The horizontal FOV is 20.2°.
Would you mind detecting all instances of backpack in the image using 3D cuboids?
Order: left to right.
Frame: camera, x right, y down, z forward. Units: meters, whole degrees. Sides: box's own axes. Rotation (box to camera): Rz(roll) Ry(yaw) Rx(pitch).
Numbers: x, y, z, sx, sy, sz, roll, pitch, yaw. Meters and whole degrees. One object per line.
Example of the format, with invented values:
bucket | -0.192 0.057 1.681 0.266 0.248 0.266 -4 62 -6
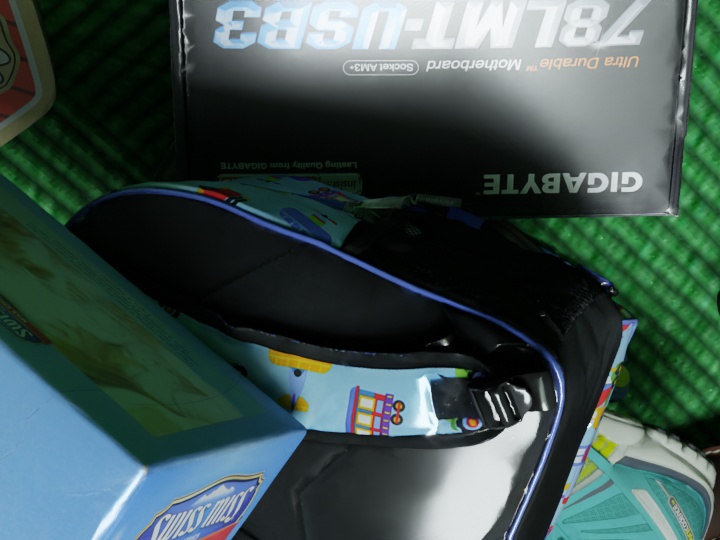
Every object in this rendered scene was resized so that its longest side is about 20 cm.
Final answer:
backpack | -0.021 0.050 0.752 0.200 0.135 0.183 23 117 14

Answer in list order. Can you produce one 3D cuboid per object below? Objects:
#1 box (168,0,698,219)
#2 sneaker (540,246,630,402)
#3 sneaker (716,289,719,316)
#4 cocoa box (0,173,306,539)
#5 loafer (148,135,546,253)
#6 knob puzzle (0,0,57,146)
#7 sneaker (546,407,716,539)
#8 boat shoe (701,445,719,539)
box | 0.027 -0.115 0.761 0.200 0.050 0.199 0 116 -2
sneaker | 0.029 0.028 0.932 0.199 0.071 0.083 8 145 -13
sneaker | 0.207 0.005 0.917 0.084 0.077 0.200 -4 125 -7
cocoa box | -0.145 0.045 0.648 0.200 0.133 0.131 39 102 15
loafer | 0.000 0.000 0.850 0.200 0.072 0.073 23 146 12
knob puzzle | -0.222 -0.097 0.834 0.219 0.030 0.220 -2 125 -3
sneaker | 0.072 0.089 0.871 0.200 0.080 0.077 23 163 -24
boat shoe | 0.130 0.131 0.991 0.200 0.070 0.070 -28 127 25
